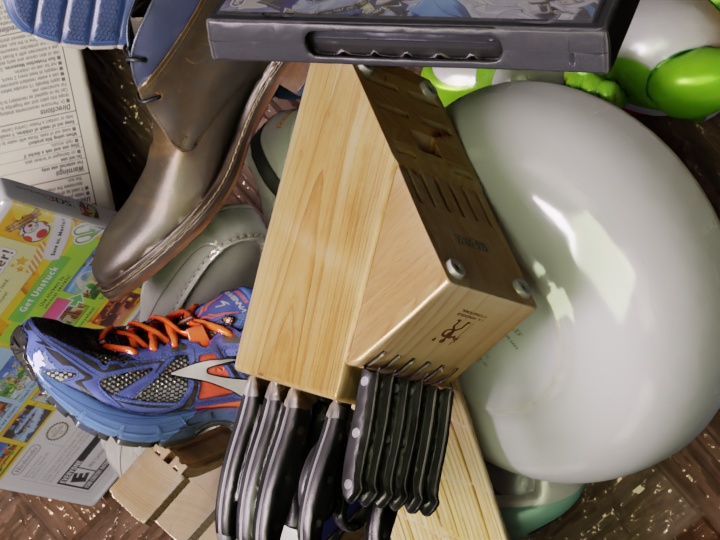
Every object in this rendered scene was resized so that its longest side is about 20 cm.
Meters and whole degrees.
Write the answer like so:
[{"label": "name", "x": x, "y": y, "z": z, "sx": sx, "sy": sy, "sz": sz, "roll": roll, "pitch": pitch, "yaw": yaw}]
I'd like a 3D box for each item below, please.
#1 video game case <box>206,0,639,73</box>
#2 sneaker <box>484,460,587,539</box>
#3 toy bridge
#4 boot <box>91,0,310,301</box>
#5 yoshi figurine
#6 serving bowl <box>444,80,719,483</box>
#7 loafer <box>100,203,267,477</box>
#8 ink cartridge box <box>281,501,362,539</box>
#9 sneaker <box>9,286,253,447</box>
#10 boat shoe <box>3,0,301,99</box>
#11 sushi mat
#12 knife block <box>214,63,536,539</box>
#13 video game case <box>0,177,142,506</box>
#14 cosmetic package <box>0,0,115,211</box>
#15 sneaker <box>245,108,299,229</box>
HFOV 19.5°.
[{"label": "video game case", "x": 0.046, "y": -0.150, "z": 0.973, "sx": 0.180, "sy": 0.200, "sz": 0.026, "roll": 4, "pitch": 124, "yaw": 17}, {"label": "sneaker", "x": 0.087, "y": 0.052, "z": 1.095, "sx": 0.200, "sy": 0.078, "sz": 0.140, "roll": -36, "pitch": 88, "yaw": 18}, {"label": "toy bridge", "x": -0.080, "y": 0.117, "z": 1.125, "sx": 0.027, "sy": 0.200, "sz": 0.067, "roll": 40, "pitch": 85, "yaw": 16}, {"label": "boot", "x": -0.096, "y": -0.085, "z": 1.042, "sx": 0.097, "sy": 0.075, "sz": 0.200, "roll": 35, "pitch": 96, "yaw": -20}, {"label": "yoshi figurine", "x": 0.114, "y": -0.121, "z": 1.015, "sx": 0.199, "sy": 0.112, "sz": 0.113, "roll": -4, "pitch": 95, "yaw": 26}, {"label": "serving bowl", "x": 0.076, "y": 0.016, "z": 0.987, "sx": 0.200, "sy": 0.066, "sz": 0.201, "roll": 19, "pitch": 122, "yaw": 33}, {"label": "loafer", "x": -0.087, "y": 0.050, "z": 1.124, "sx": 0.070, "sy": 0.070, "sz": 0.200, "roll": 55, "pitch": 141, "yaw": 33}, {"label": "ink cartridge box", "x": -0.049, "y": 0.168, "z": 1.168, "sx": 0.039, "sy": 0.099, "sz": 0.200, "roll": 35, "pitch": 116, "yaw": 9}, {"label": "sneaker", "x": -0.080, "y": 0.041, "z": 1.047, "sx": 0.075, "sy": 0.199, "sz": 0.079, "roll": 43, "pitch": 119, "yaw": 53}, {"label": "boat shoe", "x": -0.085, "y": -0.144, "z": 1.094, "sx": 0.199, "sy": 0.072, "sz": 0.072, "roll": 12, "pitch": 113, "yaw": -14}, {"label": "sushi mat", "x": 0.031, "y": 0.095, "z": 1.033, "sx": 0.095, "sy": 0.012, "sz": 0.201, "roll": 17, "pitch": 137, "yaw": 41}, {"label": "knife block", "x": -0.015, "y": 0.024, "z": 0.947, "sx": 0.175, "sy": 0.064, "sz": 0.201, "roll": -41, "pitch": 55, "yaw": 27}, {"label": "video game case", "x": -0.171, "y": 0.046, "z": 1.154, "sx": 0.200, "sy": 0.182, "sz": 0.023, "roll": -49, "pitch": 44, "yaw": 27}, {"label": "cosmetic package", "x": -0.199, "y": -0.086, "z": 1.149, "sx": 0.105, "sy": 0.071, "sz": 0.201, "roll": -12, "pitch": 102, "yaw": -13}, {"label": "sneaker", "x": 0.000, "y": 0.000, "z": 1.125, "sx": 0.080, "sy": 0.074, "sz": 0.201, "roll": -3, "pitch": 111, "yaw": 52}]
